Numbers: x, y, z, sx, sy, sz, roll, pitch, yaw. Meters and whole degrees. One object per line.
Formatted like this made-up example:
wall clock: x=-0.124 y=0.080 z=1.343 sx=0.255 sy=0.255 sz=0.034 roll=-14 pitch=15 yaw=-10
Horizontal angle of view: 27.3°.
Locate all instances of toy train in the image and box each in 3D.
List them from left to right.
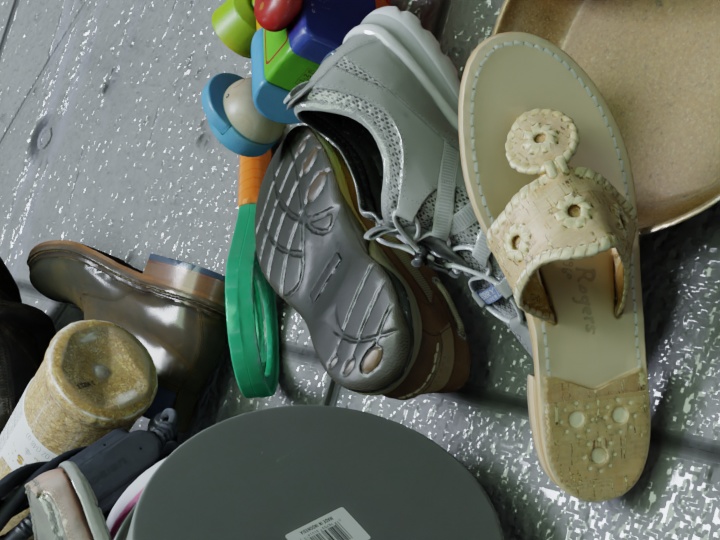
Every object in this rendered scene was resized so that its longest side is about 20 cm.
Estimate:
toy train: x=-0.044 y=-0.169 z=0.842 sx=0.116 sy=0.084 sz=0.202 roll=-41 pitch=42 yaw=40

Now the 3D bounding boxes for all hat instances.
hat: x=-0.246 y=0.055 z=0.952 sx=0.080 sy=0.200 sz=0.204 roll=2 pitch=73 yaw=22

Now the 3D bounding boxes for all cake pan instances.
cake pan: x=-0.019 y=0.133 z=0.680 sx=0.201 sy=0.198 sz=0.037 roll=51 pitch=145 yaw=43

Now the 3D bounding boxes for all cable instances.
cable: x=-0.174 y=0.162 z=0.816 sx=0.051 sy=0.199 sz=0.164 roll=42 pitch=148 yaw=20

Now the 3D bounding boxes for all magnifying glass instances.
magnifying glass: x=-0.062 y=-0.017 z=0.877 sx=0.022 sy=0.080 sz=0.202 roll=-8 pitch=53 yaw=5

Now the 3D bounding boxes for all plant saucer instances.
plant saucer: x=0.147 y=-0.107 z=0.721 sx=0.199 sy=0.035 sz=0.203 roll=-19 pitch=61 yaw=39

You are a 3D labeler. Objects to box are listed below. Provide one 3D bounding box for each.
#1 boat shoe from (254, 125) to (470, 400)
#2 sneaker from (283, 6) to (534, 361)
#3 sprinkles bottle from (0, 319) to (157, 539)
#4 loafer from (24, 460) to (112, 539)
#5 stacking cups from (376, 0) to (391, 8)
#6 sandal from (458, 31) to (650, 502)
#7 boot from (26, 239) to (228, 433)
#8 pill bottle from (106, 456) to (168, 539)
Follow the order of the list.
boat shoe: x=0.000 y=0.000 z=0.797 sx=0.076 sy=0.073 sz=0.201 roll=-53 pitch=38 yaw=24
sneaker: x=0.038 y=-0.024 z=0.710 sx=0.201 sy=0.082 sz=0.075 roll=53 pitch=157 yaw=6
sprinkles bottle: x=-0.187 y=0.109 z=0.896 sx=0.200 sy=0.067 sz=0.069 roll=-52 pitch=41 yaw=45
loafer: x=-0.138 y=0.198 z=0.724 sx=0.072 sy=0.062 sz=0.203 roll=9 pitch=114 yaw=67
stacking cups: x=0.012 y=-0.110 z=0.837 sx=0.061 sy=0.060 sz=0.201 roll=-46 pitch=47 yaw=21
sandal: x=0.097 y=-0.001 z=0.642 sx=0.070 sy=0.076 sz=0.215 roll=-157 pitch=56 yaw=-80
boot: x=-0.161 y=0.039 z=0.939 sx=0.198 sy=0.074 sz=0.098 roll=7 pitch=75 yaw=44
pill bottle: x=-0.045 y=0.188 z=0.732 sx=0.114 sy=0.113 sz=0.200 roll=-55 pitch=44 yaw=13
